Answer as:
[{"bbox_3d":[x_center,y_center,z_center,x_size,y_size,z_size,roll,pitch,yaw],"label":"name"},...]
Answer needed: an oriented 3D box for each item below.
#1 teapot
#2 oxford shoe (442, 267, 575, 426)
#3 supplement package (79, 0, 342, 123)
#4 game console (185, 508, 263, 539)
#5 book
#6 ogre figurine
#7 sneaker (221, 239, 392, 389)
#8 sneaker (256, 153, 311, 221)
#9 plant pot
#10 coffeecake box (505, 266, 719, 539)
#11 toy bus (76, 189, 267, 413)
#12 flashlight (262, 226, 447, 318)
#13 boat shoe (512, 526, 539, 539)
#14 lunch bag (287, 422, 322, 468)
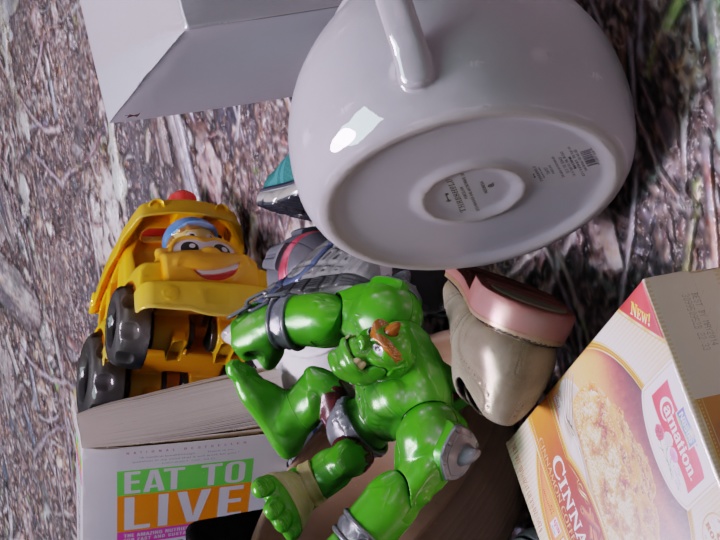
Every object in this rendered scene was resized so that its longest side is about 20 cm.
[{"bbox_3d":[0.046,-0.103,1.348,0.200,0.196,0.147,-46,46,49],"label":"teapot"},{"bbox_3d":[0.071,0.041,1.410,0.200,0.070,0.074,-71,-1,-86],"label":"oxford shoe"},{"bbox_3d":[-0.097,-0.228,1.669,0.191,0.146,0.201,144,114,-65],"label":"supplement package"},{"bbox_3d":[-0.033,0.256,1.614,0.200,0.116,0.176,55,150,19],"label":"game console"},{"bbox_3d":[-0.118,0.139,1.651,0.200,0.133,0.048,98,161,-58],"label":"book"},{"bbox_3d":[-0.003,0.077,1.426,0.098,0.120,0.200,51,-166,-29],"label":"ogre figurine"},{"bbox_3d":[-0.016,0.032,1.572,0.087,0.074,0.200,50,158,-1],"label":"sneaker"},{"bbox_3d":[-0.007,-0.079,1.644,0.200,0.077,0.080,146,131,-60],"label":"sneaker"},{"bbox_3d":[0.030,0.141,1.536,0.093,0.201,0.201,43,163,-16],"label":"plant pot"},{"bbox_3d":[0.161,0.110,1.298,0.200,0.073,0.154,122,134,-57],"label":"coffeecake box"},{"bbox_3d":[-0.134,0.013,1.908,0.200,0.135,0.193,121,150,-54],"label":"toy bus"},{"bbox_3d":[0.000,0.000,1.640,0.200,0.067,0.068,171,97,-68],"label":"flashlight"},{"bbox_3d":[0.115,0.241,1.460,0.072,0.071,0.201,116,139,-55],"label":"boat shoe"},{"bbox_3d":[-0.023,0.160,1.744,0.200,0.075,0.161,109,144,-48],"label":"lunch bag"}]
